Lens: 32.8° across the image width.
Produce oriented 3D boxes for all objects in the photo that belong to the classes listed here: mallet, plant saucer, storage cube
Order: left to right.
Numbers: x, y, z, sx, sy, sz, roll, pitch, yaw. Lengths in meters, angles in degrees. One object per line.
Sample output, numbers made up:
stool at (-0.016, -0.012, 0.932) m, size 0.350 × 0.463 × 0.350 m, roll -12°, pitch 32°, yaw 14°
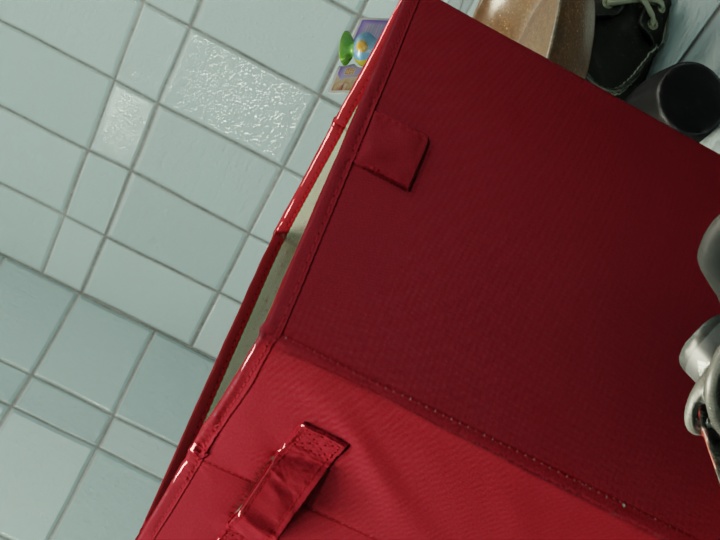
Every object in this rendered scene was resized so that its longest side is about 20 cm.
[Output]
storage cube at (0.044, 0.037, 0.470) m, size 0.171 × 0.178 × 0.201 m, roll -56°, pitch 9°, yaw 49°
plant saucer at (0.090, -0.105, 0.714) m, size 0.200 × 0.036 × 0.203 m, roll -165°, pitch 90°, yaw -79°
mallet at (0.087, -0.046, 0.616) m, size 0.198 × 0.041 × 0.066 m, roll -26°, pitch -3°, yaw -4°

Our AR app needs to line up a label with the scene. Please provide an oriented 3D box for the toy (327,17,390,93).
toy at (0.069, -0.226, 1.227) m, size 0.047 × 0.198 × 0.116 m, roll 65°, pitch -143°, yaw -47°

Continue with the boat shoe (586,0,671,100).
boat shoe at (0.160, -0.161, 0.775) m, size 0.064 × 0.070 × 0.201 m, roll -59°, pitch 7°, yaw 44°

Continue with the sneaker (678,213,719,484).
sneaker at (0.111, 0.051, 0.302) m, size 0.077 × 0.081 × 0.201 m, roll -59°, pitch 8°, yaw 31°
